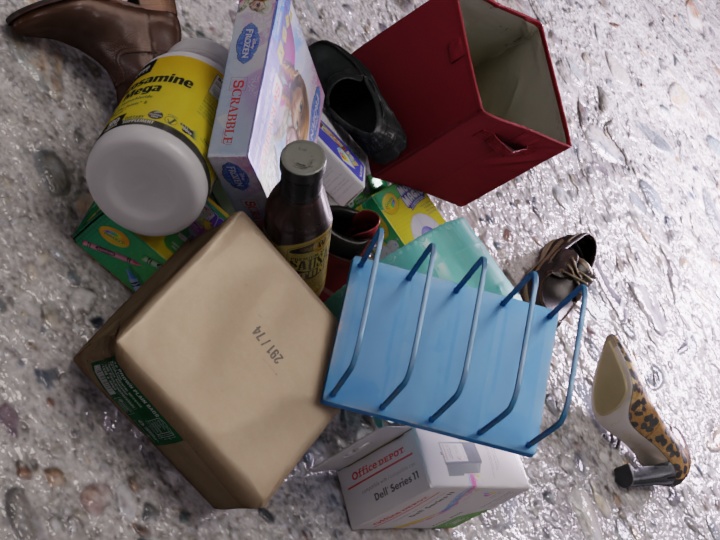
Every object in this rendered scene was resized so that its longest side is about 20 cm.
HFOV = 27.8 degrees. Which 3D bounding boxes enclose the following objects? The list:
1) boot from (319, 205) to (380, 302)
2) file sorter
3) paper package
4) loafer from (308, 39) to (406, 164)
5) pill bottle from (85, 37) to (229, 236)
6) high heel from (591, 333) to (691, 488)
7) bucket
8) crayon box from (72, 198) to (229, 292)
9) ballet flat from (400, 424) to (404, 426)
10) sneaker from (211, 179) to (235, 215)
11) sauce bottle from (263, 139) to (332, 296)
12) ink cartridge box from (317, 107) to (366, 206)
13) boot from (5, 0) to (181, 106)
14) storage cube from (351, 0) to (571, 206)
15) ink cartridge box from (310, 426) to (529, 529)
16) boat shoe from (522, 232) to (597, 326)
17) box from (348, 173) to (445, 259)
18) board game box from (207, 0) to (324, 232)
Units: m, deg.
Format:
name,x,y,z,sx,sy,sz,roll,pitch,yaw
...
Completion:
name,x,y,z,sx,sy,sz,roll,pitch,yaw
boot,0.000,0.000,1.535,0.199,0.144,0.073,23,43,-41
file sorter,0.084,0.061,1.263,0.198,0.123,0.140,15,70,-7
paper package,-0.118,0.084,1.299,0.200,0.103,0.191,50,56,-14
loafer,-0.013,-0.205,1.676,0.201,0.068,0.070,56,7,36
pill bottle,-0.173,-0.132,1.357,0.112,0.112,0.201,42,35,-19
high heel,0.371,0.183,1.893,0.142,0.071,0.202,4,75,-42
bucket,0.063,0.051,1.430,0.135,0.207,0.207,58,34,7
crayon box,-0.170,-0.015,1.412,0.200,0.058,0.119,42,36,-18
ballet flat,0.053,0.142,1.554,0.200,0.072,0.072,43,35,-14
sneaker,-0.147,-0.152,1.532,0.201,0.090,0.067,55,34,1
sauce bottle,-0.058,-0.039,1.324,0.065,0.201,0.066,2,57,-3
ink cartridge box,-0.072,-0.172,1.626,0.200,0.047,0.198,45,12,-10
boot,-0.248,-0.174,1.456,0.185,0.064,0.202,-9,86,-24
storage cube,0.116,-0.202,1.725,0.170,0.179,0.202,14,58,-44
ink cartridge box,0.060,0.209,1.451,0.199,0.117,0.068,9,56,-45
boat shoe,0.269,0.005,1.928,0.075,0.073,0.200,45,35,-14
box,0.065,-0.034,1.733,0.201,0.048,0.117,54,33,2
board game box,-0.086,-0.142,1.396,0.200,0.041,0.202,68,27,-61
